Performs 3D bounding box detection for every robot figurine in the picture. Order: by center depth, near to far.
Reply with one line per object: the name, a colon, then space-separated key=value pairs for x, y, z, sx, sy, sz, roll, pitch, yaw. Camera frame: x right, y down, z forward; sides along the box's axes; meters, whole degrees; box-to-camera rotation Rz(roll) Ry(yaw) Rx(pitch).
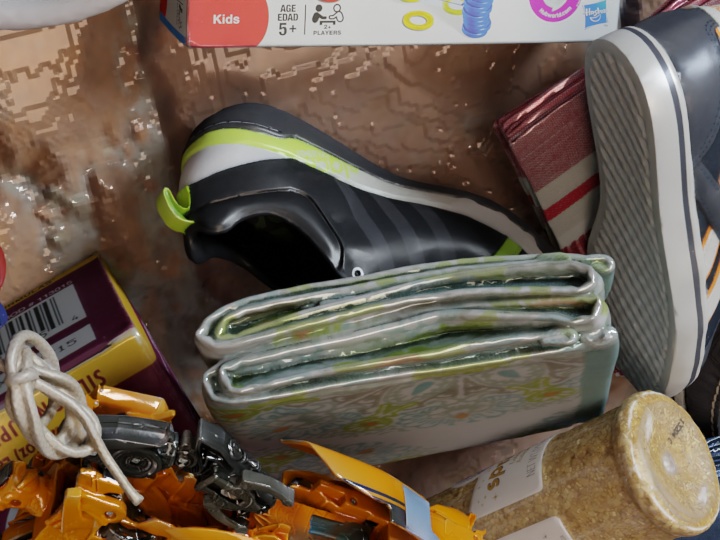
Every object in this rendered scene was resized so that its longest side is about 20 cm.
robot figurine: x=-0.056 y=0.110 z=0.715 sx=0.200 sy=0.058 sz=0.145 roll=24 pitch=132 yaw=-23

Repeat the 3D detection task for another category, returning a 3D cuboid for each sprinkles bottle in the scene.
sprinkles bottle: x=0.070 y=0.123 z=0.827 sx=0.068 sy=0.068 sz=0.200 roll=39 pitch=131 yaw=-26

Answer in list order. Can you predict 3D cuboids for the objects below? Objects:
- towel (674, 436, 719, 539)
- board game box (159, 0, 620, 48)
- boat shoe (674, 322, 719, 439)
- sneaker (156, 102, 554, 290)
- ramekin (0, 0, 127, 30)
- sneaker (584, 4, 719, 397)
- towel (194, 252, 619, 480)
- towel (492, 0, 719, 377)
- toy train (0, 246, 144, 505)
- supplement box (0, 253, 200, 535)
towel: x=0.186 y=0.122 z=0.913 sx=0.200 sy=0.049 sz=0.112 roll=-10 pitch=148 yaw=-13
board game box: x=0.018 y=-0.197 z=0.751 sx=0.200 sy=0.056 sz=0.196 roll=-3 pitch=111 yaw=-16
boat shoe: x=0.211 y=0.019 z=0.868 sx=0.074 sy=0.060 sz=0.200 roll=-8 pitch=129 yaw=-32
sneaker: x=0.000 y=0.000 z=0.797 sx=0.200 sy=0.083 sz=0.072 roll=22 pitch=141 yaw=-16
ramekin: x=-0.123 y=-0.196 z=0.651 sx=0.200 sy=0.098 sz=0.201 roll=3 pitch=110 yaw=9
sneaker: x=0.148 y=-0.027 z=0.780 sx=0.079 sy=0.078 sz=0.200 roll=-23 pitch=136 yaw=-17
towel: x=0.024 y=0.044 z=0.771 sx=0.171 sy=0.200 sz=0.048 roll=-9 pitch=72 yaw=2
towel: x=0.153 y=-0.042 z=0.842 sx=0.144 sy=0.023 sz=0.200 roll=-35 pitch=135 yaw=-3
toy train: x=-0.178 y=0.029 z=0.612 sx=0.116 sy=0.085 sz=0.200 roll=-31 pitch=101 yaw=7
supplement box: x=-0.119 y=0.116 z=0.802 sx=0.131 sy=0.103 sz=0.200 roll=-31 pitch=117 yaw=-5
